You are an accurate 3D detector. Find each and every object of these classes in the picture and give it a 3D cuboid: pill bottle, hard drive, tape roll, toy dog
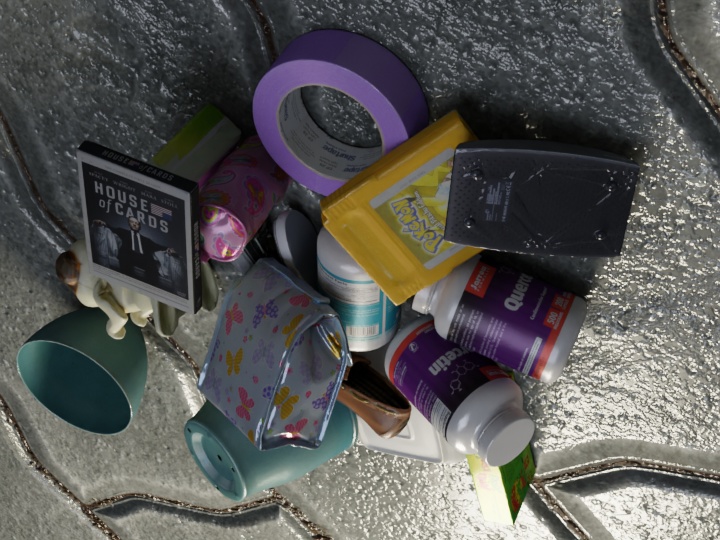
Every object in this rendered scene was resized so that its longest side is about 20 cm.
[{"bbox_3d":[0.000,0.000,1.686,0.110,0.111,0.201,17,137,15],"label":"pill bottle"},{"bbox_3d":[0.169,0.051,1.634,0.199,0.113,0.113,23,139,8],"label":"pill bottle"},{"bbox_3d":[0.197,-0.082,1.478,0.199,0.042,0.135,5,127,1],"label":"hard drive"},{"bbox_3d":[-0.023,-0.178,1.557,0.199,0.066,0.201,17,138,17],"label":"tape roll"},{"bbox_3d":[-0.331,0.003,1.872,0.199,0.140,0.195,0,118,30],"label":"toy dog"},{"bbox_3d":[0.127,0.152,1.686,0.200,0.112,0.113,45,151,36],"label":"pill bottle"}]

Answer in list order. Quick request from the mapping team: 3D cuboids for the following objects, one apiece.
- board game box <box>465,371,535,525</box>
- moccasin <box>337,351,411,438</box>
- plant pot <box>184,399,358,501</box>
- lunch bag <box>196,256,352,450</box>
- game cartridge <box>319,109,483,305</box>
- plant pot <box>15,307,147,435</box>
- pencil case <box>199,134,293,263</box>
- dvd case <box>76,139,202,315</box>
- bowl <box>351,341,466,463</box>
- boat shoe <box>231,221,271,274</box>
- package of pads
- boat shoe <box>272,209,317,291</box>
[{"bbox_3d":[0.188,0.242,1.823,0.047,0.102,0.201,6,134,27],"label":"board game box"},{"bbox_3d":[-0.015,0.138,1.783,0.201,0.073,0.078,43,137,22],"label":"moccasin"},{"bbox_3d":[-0.138,0.217,1.880,0.200,0.188,0.201,38,146,31],"label":"plant pot"},{"bbox_3d":[-0.100,0.104,1.701,0.169,0.127,0.201,33,113,46],"label":"lunch bag"},{"bbox_3d":[0.075,-0.067,1.539,0.200,0.033,0.176,-34,126,13],"label":"game cartridge"},{"bbox_3d":[-0.405,0.134,2.044,0.199,0.135,0.201,16,138,15],"label":"plant pot"},{"bbox_3d":[-0.145,-0.088,1.615,0.087,0.200,0.088,9,124,13],"label":"pencil case"},{"bbox_3d":[-0.253,-0.047,1.547,0.150,0.025,0.201,21,138,15],"label":"dvd case"},{"bbox_3d":[0.064,0.194,1.873,0.199,0.075,0.201,9,136,24],"label":"bowl"},{"bbox_3d":[-0.150,-0.041,1.762,0.072,0.071,0.200,42,171,29],"label":"boat shoe"},{"bbox_3d":[-0.240,-0.095,1.666,0.068,0.200,0.155,38,140,1],"label":"package of pads"},{"bbox_3d":[-0.082,0.001,1.776,0.066,0.070,0.200,0,138,29],"label":"boat shoe"}]
